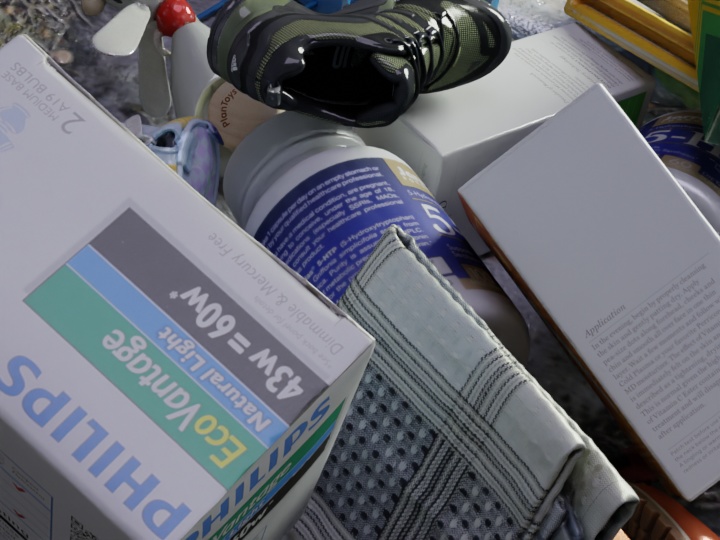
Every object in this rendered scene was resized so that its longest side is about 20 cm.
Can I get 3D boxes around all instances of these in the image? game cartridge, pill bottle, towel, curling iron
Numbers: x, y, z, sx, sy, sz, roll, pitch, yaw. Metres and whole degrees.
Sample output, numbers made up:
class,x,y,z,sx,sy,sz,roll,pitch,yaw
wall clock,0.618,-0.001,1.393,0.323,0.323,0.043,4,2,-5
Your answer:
class,x,y,z,sx,sy,sz,roll,pitch,yaw
game cartridge,0.260,-0.131,1.181,0.199,0.033,0.176,15,18,-40
pill bottle,0.000,0.000,0.990,0.119,0.120,0.200,-11,47,-27
towel,0.022,0.112,0.833,0.034,0.193,0.200,6,34,-48
curling iron,0.165,0.123,0.991,0.199,0.026,0.050,-10,68,-33
pill bottle,0.208,-0.037,1.098,0.119,0.120,0.200,26,29,13

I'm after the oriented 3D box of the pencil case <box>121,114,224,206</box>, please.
class,x,y,z,sx,sy,sz,roll,pitch,yaw
pencil case,-0.180,-0.050,0.990,0.198,0.091,0.084,1,73,13

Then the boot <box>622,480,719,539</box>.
class,x,y,z,sx,sy,sz,roll,pitch,yaw
boot,0.206,0.182,0.906,0.107,0.075,0.200,-17,55,-41

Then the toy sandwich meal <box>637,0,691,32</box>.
class,x,y,z,sx,sy,sz,roll,pitch,yaw
toy sandwich meal,0.284,-0.210,1.310,0.204,0.071,0.205,27,15,-8

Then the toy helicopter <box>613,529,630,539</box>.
class,x,y,z,sx,sy,sz,roll,pitch,yaw
toy helicopter,0.122,0.149,0.838,0.198,0.133,0.079,11,38,18

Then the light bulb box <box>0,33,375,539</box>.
class,x,y,z,sx,sy,sz,roll,pitch,yaw
light bulb box,-0.118,0.046,0.719,0.198,0.200,0.125,41,63,10

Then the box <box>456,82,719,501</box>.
class,x,y,z,sx,sy,sz,roll,pitch,yaw
box,0.151,0.015,0.929,0.097,0.124,0.201,-36,81,2

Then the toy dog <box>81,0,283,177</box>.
class,x,y,z,sx,sy,sz,roll,pitch,yaw
toy dog,-0.123,-0.118,1.122,0.096,0.132,0.200,-42,53,-2

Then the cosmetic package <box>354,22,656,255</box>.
class,x,y,z,sx,sy,sz,roll,pitch,yaw
cosmetic package,0.090,-0.082,1.131,0.199,0.108,0.085,-23,51,-35

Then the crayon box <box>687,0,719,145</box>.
class,x,y,z,sx,sy,sz,roll,pitch,yaw
crayon box,0.270,-0.140,1.041,0.125,0.052,0.201,13,41,-4

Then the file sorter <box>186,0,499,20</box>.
class,x,y,z,sx,sy,sz,roll,pitch,yaw
file sorter,-0.017,-0.203,1.213,0.199,0.139,0.123,34,47,21

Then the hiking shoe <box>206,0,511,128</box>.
class,x,y,z,sx,sy,sz,roll,pitch,yaw
hiking shoe,0.014,-0.116,1.000,0.198,0.076,0.101,-9,40,-28
